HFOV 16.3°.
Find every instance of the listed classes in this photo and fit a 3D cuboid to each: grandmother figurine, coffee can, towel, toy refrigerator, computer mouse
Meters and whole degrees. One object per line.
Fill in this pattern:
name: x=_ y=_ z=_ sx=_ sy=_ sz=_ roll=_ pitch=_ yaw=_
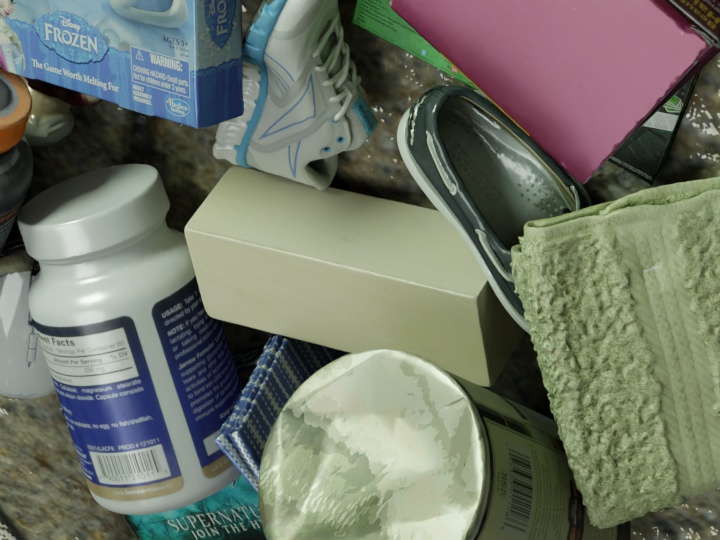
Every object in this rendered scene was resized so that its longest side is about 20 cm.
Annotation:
grandmother figurine: x=-0.188 y=-0.150 z=1.553 sx=0.122 sy=0.060 sz=0.201 roll=56 pitch=146 yaw=28
coffee can: x=0.052 y=0.137 z=1.460 sx=0.145 sy=0.148 sz=0.200 roll=7 pitch=169 yaw=32
towel: x=0.170 y=0.046 z=1.401 sx=0.147 sy=0.037 sz=0.201 roll=-15 pitch=116 yaw=1
towel: x=-0.026 y=0.112 z=1.538 sx=0.024 sy=0.200 sz=0.145 roll=-27 pitch=106 yaw=21
toy refrigerator: x=0.000 y=0.000 z=1.515 sx=0.199 sy=0.070 sz=0.076 roll=12 pitch=137 yaw=26
computer mouse: x=-0.218 y=0.031 z=1.692 sx=0.109 sy=0.044 sz=0.201 roll=1 pitch=138 yaw=-12

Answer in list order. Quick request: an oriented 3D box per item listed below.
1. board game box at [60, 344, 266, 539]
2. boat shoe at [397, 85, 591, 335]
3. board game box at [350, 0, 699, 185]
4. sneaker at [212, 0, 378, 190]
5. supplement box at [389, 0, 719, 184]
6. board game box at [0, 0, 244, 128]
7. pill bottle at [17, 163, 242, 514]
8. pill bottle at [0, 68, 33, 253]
board game box: x=-0.103 y=0.126 z=1.716 sx=0.199 sy=0.028 sz=0.136 roll=-15 pitch=112 yaw=41
boat shoe: x=0.099 y=-0.021 z=1.416 sx=0.200 sy=0.076 sz=0.060 roll=43 pitch=166 yaw=-5
board game box: x=0.092 y=-0.136 z=1.382 sx=0.199 sy=0.023 sz=0.105 roll=30 pitch=137 yaw=13
sneaker: x=-0.025 y=-0.115 z=1.445 sx=0.086 sy=0.075 sz=0.200 roll=28 pitch=151 yaw=6
supplement box: x=0.121 y=-0.149 z=1.214 sx=0.131 sy=0.200 sz=0.103 roll=43 pitch=122 yaw=1
board game box: x=-0.151 y=-0.199 z=1.411 sx=0.199 sy=0.043 sz=0.201 roll=18 pitch=117 yaw=37
pill bottle: x=-0.144 y=0.042 z=1.590 sx=0.115 sy=0.116 sz=0.201 roll=0 pitch=115 yaw=35
pill bottle: x=-0.266 y=-0.040 z=1.549 sx=0.106 sy=0.106 sz=0.201 roll=36 pitch=127 yaw=8
